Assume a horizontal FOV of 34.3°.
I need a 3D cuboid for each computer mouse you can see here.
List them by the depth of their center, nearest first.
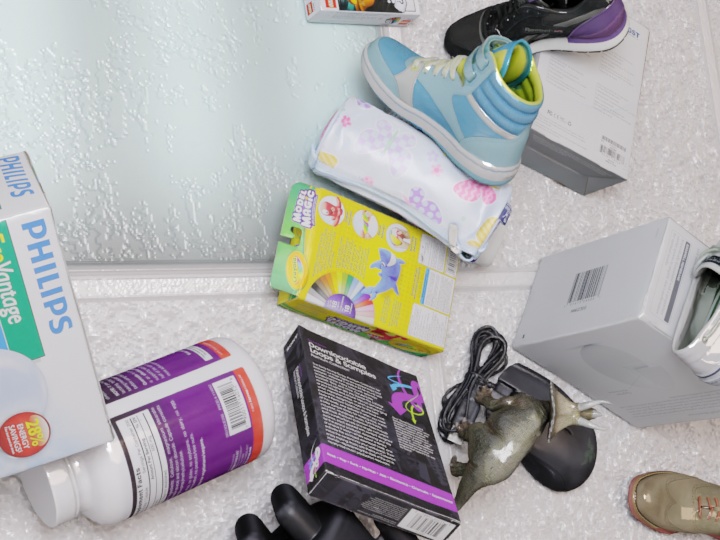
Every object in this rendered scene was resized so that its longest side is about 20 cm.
[{"bbox_3d":[0.182,0.160,1.217,0.200,0.053,0.139,37,62,-20],"label":"computer mouse"}]

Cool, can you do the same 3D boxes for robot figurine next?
[{"bbox_3d":[-0.025,0.284,1.016,0.200,0.150,0.125,53,35,-11],"label":"robot figurine"}]

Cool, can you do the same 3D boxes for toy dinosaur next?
[{"bbox_3d":[0.134,0.163,1.120,0.199,0.102,0.077,-33,99,-18],"label":"toy dinosaur"}]

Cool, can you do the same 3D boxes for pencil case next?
[{"bbox_3d":[0.049,-0.089,1.140,0.199,0.083,0.091,31,77,-1],"label":"pencil case"}]

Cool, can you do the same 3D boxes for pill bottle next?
[{"bbox_3d":[-0.177,0.136,0.964,0.199,0.112,0.113,-20,90,-33],"label":"pill bottle"}]

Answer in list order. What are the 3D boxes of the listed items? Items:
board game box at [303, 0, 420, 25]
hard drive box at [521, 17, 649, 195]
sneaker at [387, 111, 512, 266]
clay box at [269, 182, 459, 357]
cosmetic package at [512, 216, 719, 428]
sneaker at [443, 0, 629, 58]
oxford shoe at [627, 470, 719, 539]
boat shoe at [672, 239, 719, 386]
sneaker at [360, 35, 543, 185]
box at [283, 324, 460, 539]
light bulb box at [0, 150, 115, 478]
[{"bbox_3d":[-0.012,-0.359,1.224,0.126,0.035,0.202,-6,82,-33],"label":"board game box"},{"bbox_3d":[0.237,-0.211,1.320,0.155,0.077,0.201,24,68,-26],"label":"hard drive box"},{"bbox_3d":[0.082,-0.111,1.215,0.145,0.081,0.202,7,92,-8],"label":"sneaker"},{"bbox_3d":[0.000,0.000,1.143,0.199,0.048,0.116,21,68,-25],"label":"clay box"},{"bbox_3d":[0.308,0.063,1.229,0.199,0.199,0.124,34,63,-21],"label":"cosmetic package"},{"bbox_3d":[0.176,-0.274,1.226,0.088,0.199,0.076,45,45,-56],"label":"sneaker"},{"bbox_3d":[0.388,0.263,1.309,0.199,0.075,0.071,13,73,-29],"label":"oxford shoe"},{"bbox_3d":[0.351,0.008,1.104,0.067,0.073,0.201,33,64,-24],"label":"boat shoe"},{"bbox_3d":[0.094,-0.189,1.099,0.200,0.131,0.079,42,44,17],"label":"sneaker"},{"bbox_3d":[0.006,0.144,1.053,0.142,0.036,0.201,26,27,-25],"label":"box"},{"bbox_3d":[-0.301,0.046,0.827,0.199,0.125,0.199,-18,120,-16],"label":"light bulb box"}]
